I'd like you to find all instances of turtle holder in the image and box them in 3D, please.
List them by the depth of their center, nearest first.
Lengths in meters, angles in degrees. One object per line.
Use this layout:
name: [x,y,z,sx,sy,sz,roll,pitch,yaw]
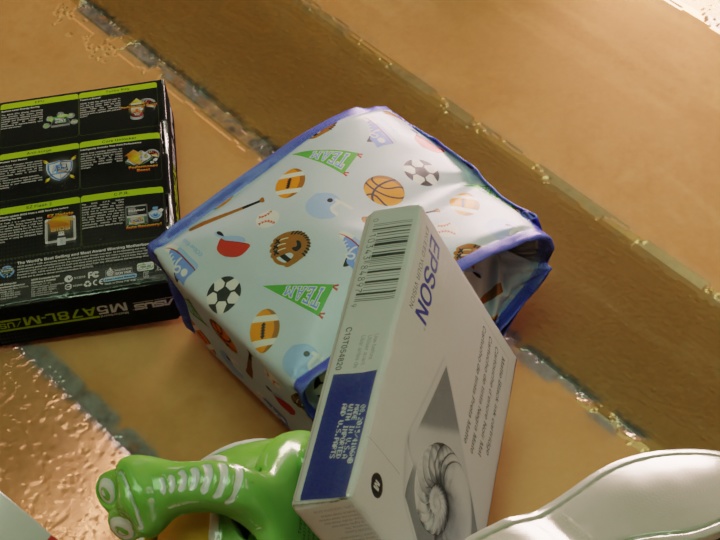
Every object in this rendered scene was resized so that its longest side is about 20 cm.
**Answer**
turtle holder: [-0.060,0.162,0.987,0.131,0.185,0.142,-13,84,24]

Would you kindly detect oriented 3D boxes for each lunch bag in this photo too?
lunch bag: [0.000,0.000,1.147,0.200,0.124,0.170,-40,56,-15]

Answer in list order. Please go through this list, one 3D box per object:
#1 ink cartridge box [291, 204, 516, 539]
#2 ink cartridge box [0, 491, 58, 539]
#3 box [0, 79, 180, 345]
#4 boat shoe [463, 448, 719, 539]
ink cartridge box: [0.042,0.102,1.007,0.040,0.200,0.200,-8,48,27]
ink cartridge box: [-0.243,0.202,1.053,0.199,0.050,0.161,21,56,24]
box: [-0.224,-0.039,1.250,0.199,0.048,0.194,-9,48,-1]
boat shoe: [0.133,0.155,0.967,0.199,0.061,0.074,-20,37,-27]
